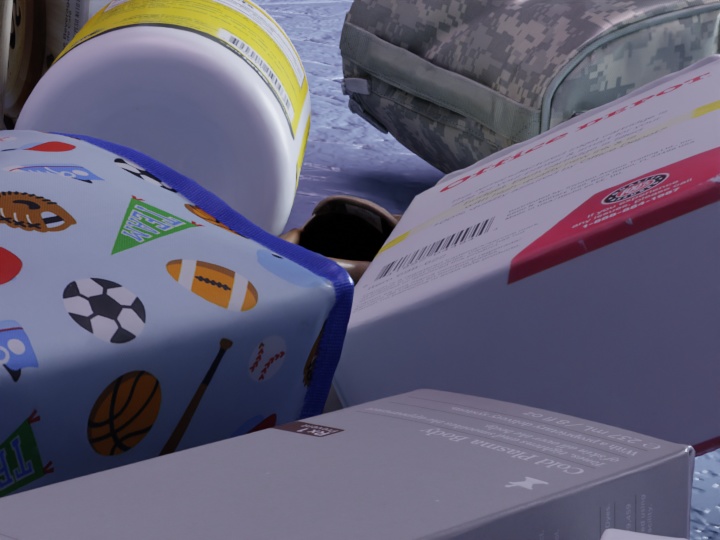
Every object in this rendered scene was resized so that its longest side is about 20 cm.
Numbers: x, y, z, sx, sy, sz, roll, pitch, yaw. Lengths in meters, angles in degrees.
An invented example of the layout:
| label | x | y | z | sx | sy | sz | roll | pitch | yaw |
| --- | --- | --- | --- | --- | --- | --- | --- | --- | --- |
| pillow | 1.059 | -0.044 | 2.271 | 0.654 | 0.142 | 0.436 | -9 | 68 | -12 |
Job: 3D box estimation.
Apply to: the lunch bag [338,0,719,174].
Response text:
| label | x | y | z | sx | sy | sz | roll | pitch | yaw |
| --- | --- | --- | --- | --- | --- | --- | --- | --- | --- |
| lunch bag | 0.101 | -0.088 | 1.178 | 0.167 | 0.141 | 0.200 | -3 | 19 | -30 |

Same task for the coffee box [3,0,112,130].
| label | x | y | z | sx | sy | sz | roll | pitch | yaw |
| --- | --- | --- | --- | --- | --- | --- | --- | --- | --- |
| coffee box | -0.141 | -0.125 | 1.248 | 0.079 | 0.114 | 0.200 | -3 | 19 | -28 |

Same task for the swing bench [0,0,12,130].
| label | x | y | z | sx | sy | sz | roll | pitch | yaw |
| --- | --- | --- | --- | --- | --- | --- | --- | --- | --- |
| swing bench | -0.234 | -0.118 | 1.045 | 0.129 | 0.201 | 0.200 | 12 | 19 | 17 |

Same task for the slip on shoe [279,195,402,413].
| label | x | y | z | sx | sy | sz | roll | pitch | yaw |
| --- | --- | --- | --- | --- | --- | --- | --- | --- | --- |
| slip on shoe | 0.000 | 0.000 | 0.991 | 0.075 | 0.061 | 0.200 | 12 | 18 | 17 |

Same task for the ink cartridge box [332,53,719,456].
| label | x | y | z | sx | sy | sz | roll | pitch | yaw |
| --- | --- | --- | --- | --- | --- | --- | --- | --- | --- |
| ink cartridge box | 0.082 | 0.005 | 0.876 | 0.144 | 0.084 | 0.200 | -23 | 11 | 17 |

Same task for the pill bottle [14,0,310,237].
| label | x | y | z | sx | sy | sz | roll | pitch | yaw |
| --- | --- | --- | --- | --- | --- | --- | --- | --- | --- |
| pill bottle | -0.078 | -0.059 | 1.059 | 0.111 | 0.113 | 0.200 | 7 | 14 | 0 |

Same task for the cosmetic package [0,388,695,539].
| label | x | y | z | sx | sy | sz | roll | pitch | yaw |
| --- | --- | --- | --- | --- | --- | --- | --- | --- | --- |
| cosmetic package | -0.015 | 0.093 | 0.641 | 0.106 | 0.091 | 0.199 | 10 | 13 | 41 |

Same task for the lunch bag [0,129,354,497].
| label | x | y | z | sx | sy | sz | roll | pitch | yaw |
| --- | --- | --- | --- | --- | --- | --- | --- | --- | --- |
| lunch bag | -0.133 | 0.021 | 0.776 | 0.169 | 0.125 | 0.199 | -10 | 33 | -45 |

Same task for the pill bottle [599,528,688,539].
| label | x | y | z | sx | sy | sz | roll | pitch | yaw |
| --- | --- | --- | --- | --- | --- | --- | --- | --- | --- |
| pill bottle | 0.147 | 0.119 | 0.586 | 0.198 | 0.113 | 0.112 | 10 | 18 | 10 |
